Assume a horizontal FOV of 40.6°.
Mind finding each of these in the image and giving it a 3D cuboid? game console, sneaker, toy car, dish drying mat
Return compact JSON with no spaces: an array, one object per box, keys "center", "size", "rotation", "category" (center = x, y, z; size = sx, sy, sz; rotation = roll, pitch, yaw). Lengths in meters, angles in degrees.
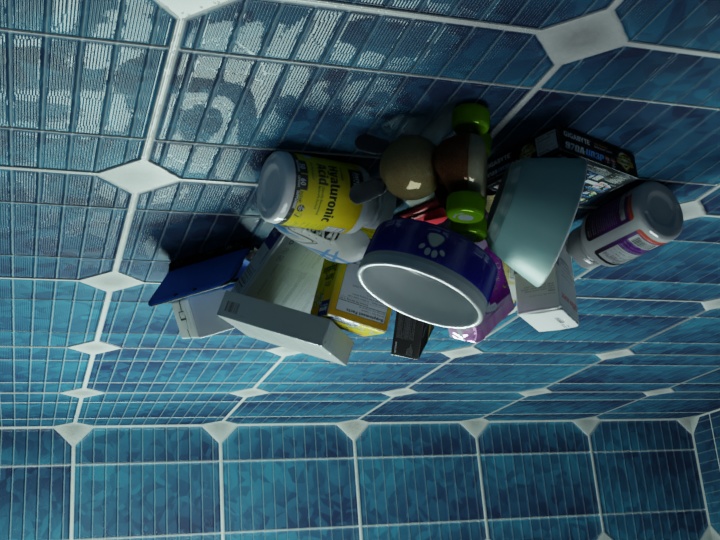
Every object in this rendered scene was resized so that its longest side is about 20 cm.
[{"center":[-0.269,0.024,1.832],"size":[0.199,0.119,0.171],"rotation":[-14,151,28],"category":"game console"},{"center":[-0.073,-0.068,1.582],"size":[0.200,0.072,0.072],"rotation":[26,176,22],"category":"sneaker"},{"center":[0.085,-0.141,1.410],"size":[0.199,0.165,0.158],"rotation":[2,162,10],"category":"toy car"},{"center":[0.134,-0.100,1.728],"size":[0.200,0.018,0.077],"rotation":[-20,156,38],"category":"dish drying mat"}]

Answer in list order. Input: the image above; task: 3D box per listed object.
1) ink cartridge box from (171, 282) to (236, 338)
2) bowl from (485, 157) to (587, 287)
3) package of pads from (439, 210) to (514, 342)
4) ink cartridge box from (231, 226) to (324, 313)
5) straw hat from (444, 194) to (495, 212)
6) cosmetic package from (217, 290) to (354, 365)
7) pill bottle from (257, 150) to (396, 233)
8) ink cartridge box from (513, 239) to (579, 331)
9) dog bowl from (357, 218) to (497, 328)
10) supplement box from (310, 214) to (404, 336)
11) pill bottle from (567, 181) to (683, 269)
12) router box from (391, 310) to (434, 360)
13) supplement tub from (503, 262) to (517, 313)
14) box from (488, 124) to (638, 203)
[{"center":[-0.278,0.076,1.916],"size":[0.146,0.085,0.200],"rotation":[-17,-179,-19],"category":"ink cartridge box"},{"center":[0.250,-0.086,1.444],"size":[0.105,0.201,0.201],"rotation":[19,160,1],"category":"bowl"},{"center":[0.178,0.005,1.601],"size":[0.076,0.200,0.120],"rotation":[10,-141,45],"category":"package of pads"},{"center":[-0.103,-0.009,1.755],"size":[0.200,0.043,0.197],"rotation":[17,117,-45],"category":"ink cartridge box"},{"center":[0.242,-0.063,1.655],"size":[0.200,0.085,0.201],"rotation":[2,169,0],"category":"straw hat"},{"center":[-0.126,0.100,1.669],"size":[0.199,0.052,0.151],"rotation":[15,165,19],"category":"cosmetic package"},{"center":[-0.049,-0.116,1.504],"size":[0.199,0.112,0.111],"rotation":[7,158,-30],"category":"pill bottle"},{"center":[0.335,-0.002,1.778],"size":[0.085,0.201,0.146],"rotation":[-13,159,23],"category":"ink cartridge box"},{"center":[0.100,0.007,1.451],"size":[0.200,0.079,0.200],"rotation":[20,160,8],"category":"dog bowl"},{"center":[0.000,0.000,1.655],"size":[0.109,0.201,0.109],"rotation":[18,167,-17],"category":"supplement box"},{"center":[0.467,-0.072,1.741],"size":[0.111,0.112,0.200],"rotation":[7,158,-29],"category":"pill bottle"},{"center":[0.105,0.033,1.695],"size":[0.052,0.201,0.157],"rotation":[11,-162,11],"category":"router box"},{"center":[0.211,0.007,1.860],"size":[0.200,0.145,0.145],"rotation":[9,156,-33],"category":"supplement tub"},{"center":[0.320,-0.159,1.559],"size":[0.200,0.046,0.159],"rotation":[11,156,-38],"category":"box"}]
